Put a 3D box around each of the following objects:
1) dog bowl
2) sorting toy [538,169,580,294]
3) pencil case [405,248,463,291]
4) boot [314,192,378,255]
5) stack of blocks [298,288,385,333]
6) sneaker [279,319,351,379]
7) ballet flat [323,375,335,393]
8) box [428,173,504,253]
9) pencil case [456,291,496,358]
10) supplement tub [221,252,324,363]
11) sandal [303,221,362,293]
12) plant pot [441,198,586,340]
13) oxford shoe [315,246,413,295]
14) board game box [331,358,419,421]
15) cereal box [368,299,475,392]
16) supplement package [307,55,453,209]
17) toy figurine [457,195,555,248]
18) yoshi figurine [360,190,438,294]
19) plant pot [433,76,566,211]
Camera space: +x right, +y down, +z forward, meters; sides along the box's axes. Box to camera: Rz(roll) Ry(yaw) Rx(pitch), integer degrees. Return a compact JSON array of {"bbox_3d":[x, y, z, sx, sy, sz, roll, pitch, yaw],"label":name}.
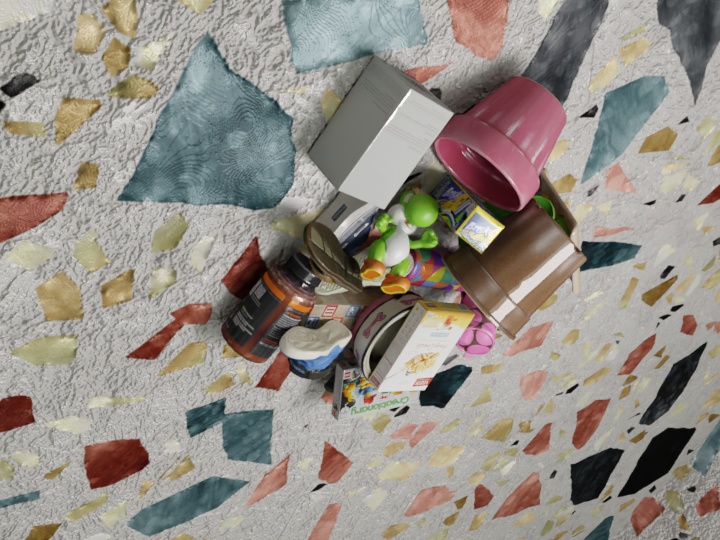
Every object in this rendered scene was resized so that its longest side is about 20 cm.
[{"bbox_3d":[0.068,0.124,1.771,0.200,0.074,0.200,-25,140,-23],"label":"dog bowl"},{"bbox_3d":[0.396,-0.077,1.821,0.036,0.200,0.185,-15,134,1],"label":"sorting toy"},{"bbox_3d":[0.141,-0.009,1.784,0.200,0.088,0.088,12,119,-44],"label":"pencil case"},{"bbox_3d":[0.001,-0.104,1.607,0.200,0.073,0.090,-41,146,18],"label":"boot"},{"bbox_3d":[-0.045,0.095,1.762,0.200,0.059,0.115,3,126,-39],"label":"stack of blocks"},{"bbox_3d":[-0.100,0.157,1.644,0.111,0.077,0.200,-56,163,20],"label":"sneaker"},{"bbox_3d":[0.012,0.226,1.931,0.200,0.073,0.073,4,125,-32],"label":"ballet flat"},{"bbox_3d":[0.187,-0.105,1.627,0.070,0.200,0.064,35,103,-21],"label":"box"},{"bbox_3d":[0.235,0.080,1.854,0.091,0.200,0.094,9,135,5],"label":"pencil case"},{"bbox_3d":[-0.151,0.064,1.616,0.200,0.107,0.107,-49,139,14],"label":"supplement tub"},{"bbox_3d":[-0.055,-0.014,1.575,0.055,0.082,0.200,-12,154,21],"label":"sandal"},{"bbox_3d":[0.287,-0.012,1.639,0.198,0.200,0.200,-41,140,9],"label":"plant pot"},{"bbox_3d":[0.000,0.000,1.686,0.200,0.075,0.058,-15,178,-8],"label":"oxford shoe"},{"bbox_3d":[0.038,0.234,1.881,0.200,0.035,0.126,-9,121,-28],"label":"board game box"},{"bbox_3d":[0.118,0.149,1.746,0.144,0.040,0.200,5,122,-45],"label":"cereal box"},{"bbox_3d":[0.030,-0.221,1.472,0.117,0.117,0.200,18,115,-46],"label":"supplement package"},{"bbox_3d":[0.319,-0.057,1.835,0.200,0.150,0.184,-29,154,15],"label":"toy figurine"},{"bbox_3d":[0.080,-0.065,1.611,0.112,0.112,0.200,75,32,-58],"label":"yoshi figurine"},{"bbox_3d":[0.259,-0.233,1.590,0.179,0.200,0.200,-50,141,-9],"label":"plant pot"}]
